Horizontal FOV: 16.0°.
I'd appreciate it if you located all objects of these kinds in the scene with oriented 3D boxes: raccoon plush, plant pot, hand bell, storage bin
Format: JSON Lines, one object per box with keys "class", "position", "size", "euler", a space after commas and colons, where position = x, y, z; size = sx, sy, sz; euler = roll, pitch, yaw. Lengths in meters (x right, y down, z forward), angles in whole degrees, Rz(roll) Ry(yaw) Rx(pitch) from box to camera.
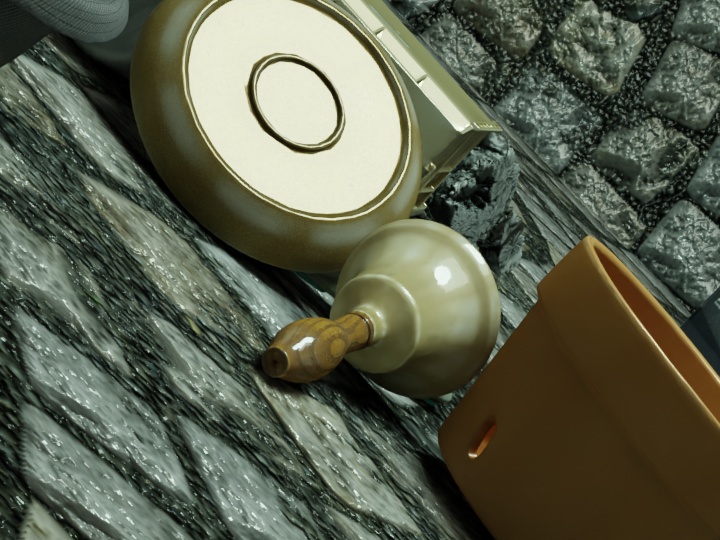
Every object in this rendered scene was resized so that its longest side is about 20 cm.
{"class": "raccoon plush", "position": [0.059, -0.072, 2.199], "size": [0.134, 0.097, 0.201], "euler": [35, -26, 28]}
{"class": "plant pot", "position": [0.137, 0.101, 1.440], "size": [0.200, 0.140, 0.200], "euler": [49, 10, -12]}
{"class": "plant pot", "position": [-0.042, -0.095, 1.520], "size": [0.199, 0.027, 0.201], "euler": [17, 56, -27]}
{"class": "hand bell", "position": [-0.007, 0.035, 1.388], "size": [0.104, 0.104, 0.200], "euler": [47, 22, 11]}
{"class": "storage bin", "position": [-0.004, -0.142, 1.850], "size": [0.200, 0.094, 0.199], "euler": [48, 9, 4]}

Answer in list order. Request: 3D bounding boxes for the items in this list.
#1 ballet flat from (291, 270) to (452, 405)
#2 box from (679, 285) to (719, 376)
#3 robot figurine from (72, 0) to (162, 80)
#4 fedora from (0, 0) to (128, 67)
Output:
{"class": "ballet flat", "position": [0.000, 0.000, 1.554], "size": [0.200, 0.064, 0.067], "euler": [43, 9, -14]}
{"class": "box", "position": [0.276, 0.120, 1.946], "size": [0.049, 0.161, 0.200], "euler": [39, 12, -31]}
{"class": "robot figurine", "position": [-0.116, -0.169, 1.627], "size": [0.200, 0.112, 0.171], "euler": [28, 43, -62]}
{"class": "fedora", "position": [-0.205, -0.167, 1.293], "size": [0.177, 0.090, 0.200], "euler": [37, 19, -35]}
